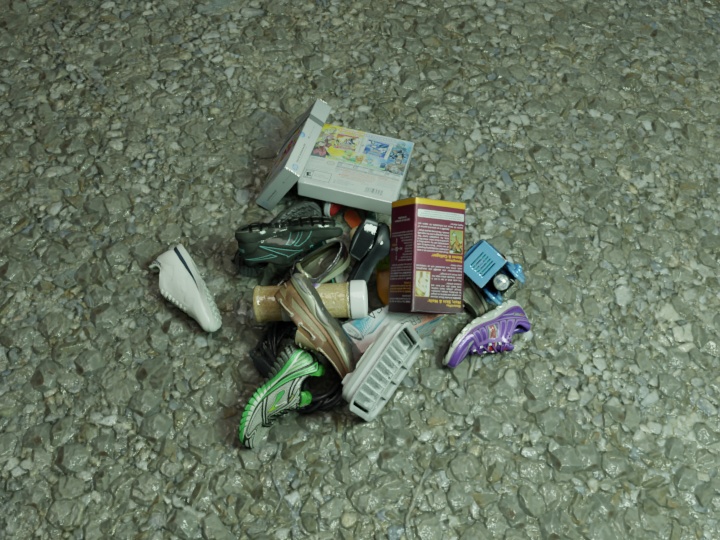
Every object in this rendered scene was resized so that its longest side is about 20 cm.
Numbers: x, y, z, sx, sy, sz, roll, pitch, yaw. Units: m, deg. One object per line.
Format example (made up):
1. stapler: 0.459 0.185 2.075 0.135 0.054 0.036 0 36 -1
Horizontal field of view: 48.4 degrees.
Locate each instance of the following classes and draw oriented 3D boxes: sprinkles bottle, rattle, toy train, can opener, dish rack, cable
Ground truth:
1. sprinkles bottle: -0.088 0.056 1.422 0.199 0.068 0.068 -3 57 3
2. rattle: 0.035 -0.032 1.605 0.130 0.143 0.200 -35 31 -18
3. toy train: 0.246 -0.003 1.509 0.114 0.200 0.087 45 100 4
4. can opener: 0.000 0.000 1.474 0.078 0.201 0.063 21 14 -8
5. dish rack: 0.033 0.165 1.355 0.043 0.200 0.172 33 82 19
6. cable: -0.092 0.168 1.456 0.163 0.051 0.200 -36 64 -30

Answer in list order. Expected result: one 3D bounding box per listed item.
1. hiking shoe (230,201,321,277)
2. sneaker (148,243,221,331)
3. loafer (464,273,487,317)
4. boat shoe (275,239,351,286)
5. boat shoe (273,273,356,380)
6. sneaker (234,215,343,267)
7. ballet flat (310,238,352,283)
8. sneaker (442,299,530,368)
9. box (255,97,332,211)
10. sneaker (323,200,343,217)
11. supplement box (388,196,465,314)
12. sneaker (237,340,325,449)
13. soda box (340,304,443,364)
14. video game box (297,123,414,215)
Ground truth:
1. hiking shoe: -0.169 -0.074 1.556 0.200 0.076 0.101 -37 29 -10
2. sneaker: -0.326 0.044 1.503 0.080 0.076 0.200 -29 59 -9
3. loafer: 0.162 0.017 1.529 0.063 0.072 0.200 -41 103 -15
4. boat shoe: -0.105 0.011 1.487 0.200 0.065 0.072 -36 60 -9
5. boat shoe: -0.076 0.103 1.357 0.072 0.076 0.200 -33 82 6
6. sneaker: -0.129 -0.054 1.482 0.199 0.080 0.075 -7 18 -4
7. ballet flat: -0.052 -0.014 1.569 0.069 0.069 0.200 -13 64 -13
8. sneaker: 0.239 0.127 1.491 0.200 0.081 0.084 -29 70 -22
9. box: -0.137 -0.237 1.644 0.041 0.156 0.200 30 57 -16
10. sneaker: 0.003 -0.178 1.668 0.112 0.071 0.200 19 55 11
11. supplement box: 0.118 -0.023 1.427 0.110 0.086 0.201 4 86 -28
12. sneaker: -0.137 0.221 1.362 0.085 0.078 0.200 35 91 11
13. soda box: 0.054 0.107 1.470 0.200 0.064 0.068 -22 61 -33
14. video game box: -0.008 -0.206 1.617 0.199 0.047 0.183 14 54 7
